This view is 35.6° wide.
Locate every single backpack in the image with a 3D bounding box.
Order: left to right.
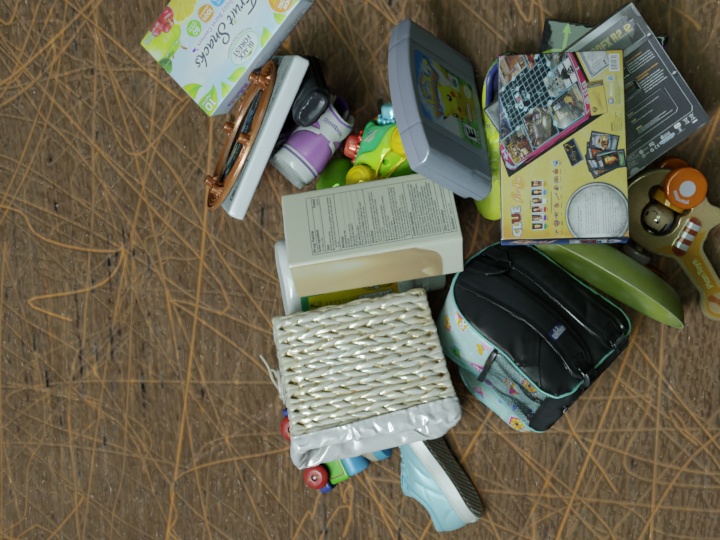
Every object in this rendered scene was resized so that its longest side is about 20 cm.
[{"bbox_3d":[0.189,0.073,1.315,0.200,0.175,0.154,44,148,12],"label":"backpack"}]

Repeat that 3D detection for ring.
[{"bbox_3d":[-0.155,-0.171,1.404,0.019,0.201,0.202,23,112,-16],"label":"ring"}]

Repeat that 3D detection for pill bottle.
[{"bbox_3d":[0.000,0.000,1.380,0.198,0.113,0.114,-10,98,-7],"label":"pill bottle"}]

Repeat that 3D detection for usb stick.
[{"bbox_3d":[-0.065,-0.219,1.356,0.033,0.200,0.056,39,103,-19],"label":"usb stick"}]

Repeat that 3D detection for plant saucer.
[{"bbox_3d":[0.282,0.001,1.263,0.199,0.200,0.031,31,89,14],"label":"plant saucer"}]

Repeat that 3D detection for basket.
[{"bbox_3d":[0.003,0.131,1.325,0.198,0.198,0.163,-10,76,-5],"label":"basket"}]

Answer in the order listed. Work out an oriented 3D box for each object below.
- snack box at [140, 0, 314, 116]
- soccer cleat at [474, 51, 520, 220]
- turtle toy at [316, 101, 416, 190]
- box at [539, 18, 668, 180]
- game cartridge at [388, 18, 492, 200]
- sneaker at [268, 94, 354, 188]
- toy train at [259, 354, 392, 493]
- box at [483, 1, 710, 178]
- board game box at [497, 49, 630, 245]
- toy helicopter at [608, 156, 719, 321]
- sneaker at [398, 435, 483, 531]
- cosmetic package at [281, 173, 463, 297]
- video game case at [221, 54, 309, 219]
[{"bbox_3d":[-0.173,-0.321,1.450,0.142,0.053,0.200,45,113,7],"label":"snack box"},{"bbox_3d":[0.161,-0.158,1.331,0.064,0.084,0.202,13,105,18],"label":"soccer cleat"},{"bbox_3d":[0.030,-0.132,1.370,0.200,0.145,0.102,-39,62,23],"label":"turtle toy"},{"bbox_3d":[0.269,-0.183,1.309,0.141,0.036,0.202,12,106,19],"label":"box"},{"bbox_3d":[0.088,-0.188,1.281,0.040,0.133,0.202,-31,53,38],"label":"game cartridge"},{"bbox_3d":[-0.060,-0.164,1.393,0.073,0.200,0.115,41,85,-19],"label":"sneaker"},{"bbox_3d":[-0.046,0.181,1.485,0.115,0.085,0.202,-26,90,20],"label":"toy train"},{"bbox_3d":[0.261,-0.174,1.250,0.199,0.048,0.159,-36,95,10],"label":"box"},{"bbox_3d":[0.213,-0.130,1.189,0.134,0.035,0.203,-1,81,7],"label":"board game box"},{"bbox_3d":[0.362,-0.022,1.282,0.132,0.079,0.201,-34,101,10],"label":"toy helicopter"},{"bbox_3d":[0.074,0.253,1.455,0.082,0.074,0.201,-32,87,21],"label":"sneaker"},{"bbox_3d":[0.014,-0.042,1.286,0.198,0.071,0.106,-8,57,2],"label":"cosmetic package"},{"bbox_3d":[-0.124,-0.168,1.378,0.023,0.182,0.202,22,95,-16],"label":"video game case"}]
